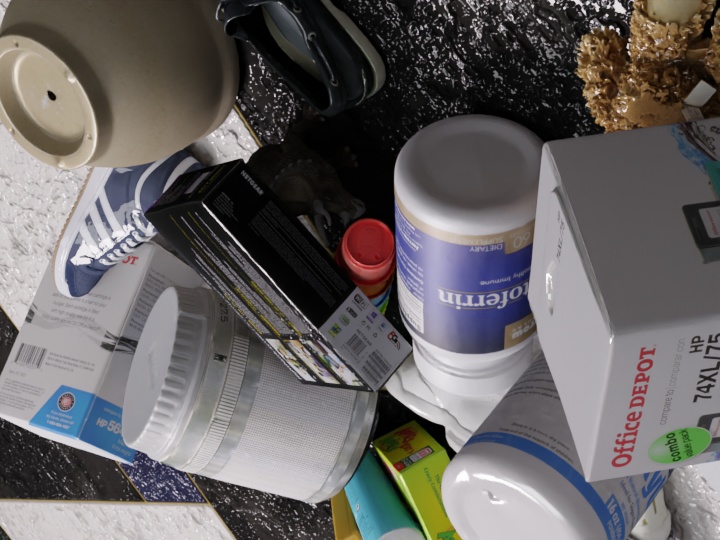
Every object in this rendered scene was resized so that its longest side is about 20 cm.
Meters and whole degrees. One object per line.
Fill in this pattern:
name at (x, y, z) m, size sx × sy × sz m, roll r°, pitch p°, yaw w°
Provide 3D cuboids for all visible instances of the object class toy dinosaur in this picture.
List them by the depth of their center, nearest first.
toy dinosaur at (-0.069, -0.072, 1.231) m, size 0.199 × 0.102 × 0.077 m, roll -6°, pitch 122°, yaw 49°

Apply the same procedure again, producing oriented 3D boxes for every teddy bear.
teddy bear at (0.199, -0.106, 0.949) m, size 0.144 × 0.067 × 0.201 m, roll 8°, pitch 134°, yaw 18°

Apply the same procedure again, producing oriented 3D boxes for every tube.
tube at (0.001, 0.193, 1.423) m, size 0.200 × 0.050 × 0.078 m, roll -121°, pitch 15°, yaw -51°

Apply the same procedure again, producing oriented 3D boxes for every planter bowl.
planter bowl at (-0.217, -0.164, 1.240) m, size 0.199 × 0.135 × 0.201 m, roll 22°, pitch 134°, yaw 25°

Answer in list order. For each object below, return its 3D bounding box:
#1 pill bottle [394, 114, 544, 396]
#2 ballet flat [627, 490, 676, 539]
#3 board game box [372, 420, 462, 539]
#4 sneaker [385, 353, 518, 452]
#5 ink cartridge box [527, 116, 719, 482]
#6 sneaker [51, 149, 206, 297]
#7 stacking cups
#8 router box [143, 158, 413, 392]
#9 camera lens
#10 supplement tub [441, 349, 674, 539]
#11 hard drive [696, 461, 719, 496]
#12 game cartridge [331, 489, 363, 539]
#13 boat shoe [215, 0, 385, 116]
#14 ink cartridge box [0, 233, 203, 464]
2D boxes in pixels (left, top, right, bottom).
pill bottle at (0.084, -0.006, 1.126) m, size 0.115 × 0.116 × 0.201 m, roll 26°, pitch 143°, yaw 26°
ballet flat at (0.203, 0.176, 1.240) m, size 0.200 × 0.072 × 0.072 m, roll 45°, pitch 147°, yaw -3°
board game box at (0.082, 0.245, 1.396) m, size 0.201 × 0.047 × 0.102 m, roll 66°, pitch 172°, yaw -15°
sneaker at (0.086, 0.088, 1.265) m, size 0.075 × 0.089 × 0.200 m, roll 14°, pitch -169°, yaw -30°
ink cartridge box at (0.212, 0.011, 0.886) m, size 0.147 × 0.199 × 0.147 m, roll 88°, pitch 172°, yaw -50°
sneaker at (-0.206, -0.037, 1.399) m, size 0.108 × 0.070 × 0.201 m, roll 33°, pitch 117°, yaw 11°
stacking cups at (0.000, 0.000, 1.221) m, size 0.060 × 0.061 × 0.200 m, roll 39°, pitch 164°, yaw 8°
router box at (-0.067, 0.007, 1.186) m, size 0.200 × 0.051 × 0.149 m, roll 48°, pitch 161°, yaw -16°
camera lens at (-0.092, 0.109, 1.345) m, size 0.199 × 0.161 × 0.160 m, roll 17°, pitch 152°, yaw -19°
supplement tub at (0.161, 0.122, 1.102) m, size 0.132 × 0.200 × 0.132 m, roll 29°, pitch 144°, yaw 23°
hard drive at (0.350, 0.162, 1.100) m, size 0.132 × 0.025 × 0.200 m, roll 50°, pitch 147°, yaw -8°
game cartridge at (0.038, 0.294, 1.483) m, size 0.200 × 0.032 × 0.176 m, roll 56°, pitch -174°, yaw -16°
boat shoe at (-0.071, -0.192, 1.136) m, size 0.200 × 0.066 × 0.074 m, roll 48°, pitch 147°, yaw -5°
ink cartridge box at (-0.257, 0.070, 1.490) m, size 0.146 × 0.201 × 0.084 m, roll 10°, pitch 163°, yaw 41°
